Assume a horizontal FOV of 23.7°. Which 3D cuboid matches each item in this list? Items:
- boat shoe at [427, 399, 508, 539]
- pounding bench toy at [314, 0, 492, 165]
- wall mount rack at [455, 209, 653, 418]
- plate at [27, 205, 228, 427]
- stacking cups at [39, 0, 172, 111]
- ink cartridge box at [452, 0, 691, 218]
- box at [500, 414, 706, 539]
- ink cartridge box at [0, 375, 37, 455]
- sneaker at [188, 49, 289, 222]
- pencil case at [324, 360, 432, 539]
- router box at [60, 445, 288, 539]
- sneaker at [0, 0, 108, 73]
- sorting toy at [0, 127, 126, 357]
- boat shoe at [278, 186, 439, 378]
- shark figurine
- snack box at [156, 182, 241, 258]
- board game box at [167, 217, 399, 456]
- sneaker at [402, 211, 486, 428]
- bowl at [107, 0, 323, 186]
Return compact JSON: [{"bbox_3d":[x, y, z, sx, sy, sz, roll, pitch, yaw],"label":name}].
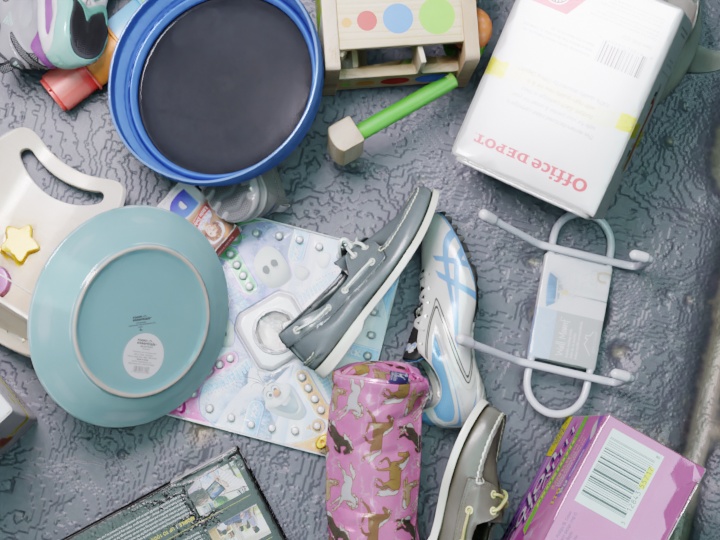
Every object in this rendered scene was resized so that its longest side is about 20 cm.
[{"bbox_3d":[0.100,0.217,1.529,0.060,0.072,0.202,17,92,21],"label":"boat shoe"},{"bbox_3d":[0.041,-0.201,1.569,0.156,0.124,0.201,-3,85,-3],"label":"pounding bench toy"},{"bbox_3d":[0.173,0.028,1.569,0.173,0.075,0.200,13,79,-8],"label":"wall mount rack"},{"bbox_3d":[-0.196,0.043,1.501,0.200,0.026,0.201,-8,104,-36],"label":"plate"},{"bbox_3d":[-0.207,-0.221,1.592,0.200,0.061,0.061,-42,88,-5],"label":"stacking cups"},{"bbox_3d":[0.191,-0.164,1.552,0.145,0.083,0.200,26,96,14],"label":"ink cartridge box"},{"bbox_3d":[0.197,0.224,1.496,0.097,0.200,0.176,29,84,1],"label":"box"},{"bbox_3d":[-0.364,0.099,1.483,0.083,0.200,0.145,-41,87,-9],"label":"ink cartridge box"},{"bbox_3d":[-0.130,-0.128,1.588,0.075,0.082,0.200,-33,70,28],"label":"sneaker"},{"bbox_3d":[0.015,0.183,1.537,0.086,0.083,0.201,8,97,39],"label":"pencil case"},{"bbox_3d":[-0.165,0.270,1.548,0.200,0.051,0.149,-27,88,-5],"label":"router box"},{"bbox_3d":[-0.288,-0.265,1.588,0.140,0.078,0.200,-7,48,29],"label":"sneaker"},{"bbox_3d":[-0.309,-0.034,1.555,0.200,0.107,0.180,31,72,8],"label":"sorting toy"},{"bbox_3d":[0.000,0.000,1.548,0.062,0.073,0.200,34,89,-3],"label":"boat shoe"},{"bbox_3d":[0.292,-0.258,1.607,0.128,0.090,0.215,-7,87,-5],"label":"shark figurine"},{"bbox_3d":[-0.201,0.012,1.570,0.072,0.024,0.200,42,91,14],"label":"snack box"},{"bbox_3d":[-0.079,0.056,1.587,0.200,0.026,0.200,15,84,-1],"label":"board game box"},{"bbox_3d":[0.072,0.045,1.573,0.072,0.072,0.201,-4,83,-9],"label":"sneaker"},{"bbox_3d":[-0.126,-0.169,1.522,0.200,0.039,0.201,-4,76,16],"label":"bowl"}]
